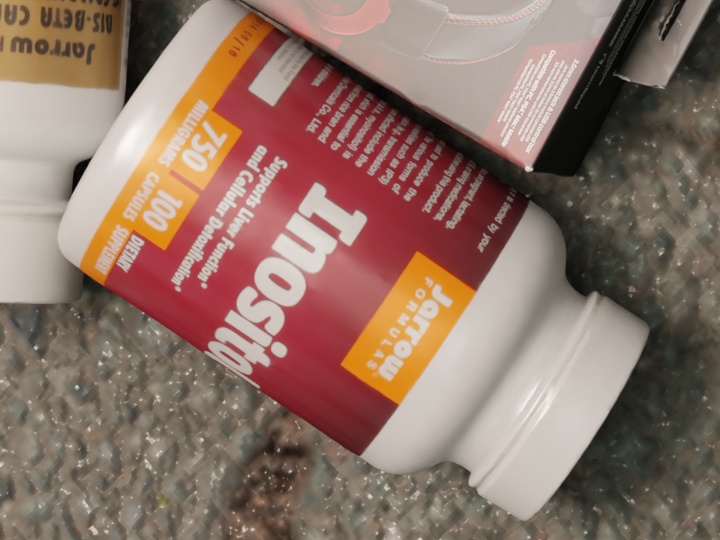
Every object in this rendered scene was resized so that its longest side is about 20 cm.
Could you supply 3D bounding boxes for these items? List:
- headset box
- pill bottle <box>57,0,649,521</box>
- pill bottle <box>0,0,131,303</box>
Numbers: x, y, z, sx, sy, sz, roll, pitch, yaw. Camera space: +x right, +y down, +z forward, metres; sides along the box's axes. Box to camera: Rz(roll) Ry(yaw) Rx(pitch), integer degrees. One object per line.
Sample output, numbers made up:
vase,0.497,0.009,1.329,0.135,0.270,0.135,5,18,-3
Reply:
headset box,0.040,-0.137,1.038,0.199,0.075,0.149,32,100,14
pill bottle,0.000,0.000,1.025,0.199,0.113,0.113,33,101,0
pill bottle,-0.144,-0.091,1.077,0.114,0.114,0.202,5,93,17
